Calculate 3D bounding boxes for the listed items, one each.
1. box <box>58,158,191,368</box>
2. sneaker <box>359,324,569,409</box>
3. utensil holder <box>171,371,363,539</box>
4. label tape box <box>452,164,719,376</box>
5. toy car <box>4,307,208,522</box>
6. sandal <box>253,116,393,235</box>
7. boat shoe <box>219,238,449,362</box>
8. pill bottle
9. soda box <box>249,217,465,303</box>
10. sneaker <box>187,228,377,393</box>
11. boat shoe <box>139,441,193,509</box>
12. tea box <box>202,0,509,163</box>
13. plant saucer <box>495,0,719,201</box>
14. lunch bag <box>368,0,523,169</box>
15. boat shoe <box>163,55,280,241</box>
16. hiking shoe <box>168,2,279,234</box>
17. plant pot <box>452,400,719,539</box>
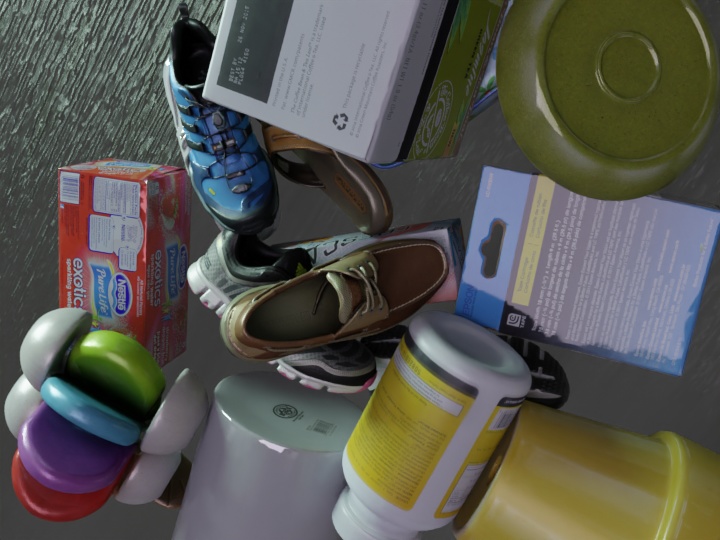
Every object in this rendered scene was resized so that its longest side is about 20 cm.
[{"bbox_3d":[-0.235,-0.005,0.868,0.099,0.095,0.202,9,105,15],"label":"box"},{"bbox_3d":[0.096,0.105,0.813,0.198,0.074,0.081,8,119,20],"label":"sneaker"},{"bbox_3d":[-0.091,0.222,0.839,0.169,0.170,0.202,19,105,12],"label":"utensil holder"},{"bbox_3d":[0.194,-0.006,0.751,0.198,0.063,0.145,14,105,13],"label":"label tape box"},{"bbox_3d":[-0.251,0.148,0.787,0.174,0.150,0.201,31,127,-2],"label":"toy car"},{"bbox_3d":[-0.050,-0.103,0.781,0.200,0.054,0.080,49,155,14],"label":"sandal"},{"bbox_3d":[-0.015,0.026,0.705,0.199,0.074,0.076,-22,91,-17],"label":"boat shoe"},{"bbox_3d":[0.052,0.144,0.728,0.112,0.112,0.201,30,108,9],"label":"pill bottle"},{"bbox_3d":[0.000,0.000,0.814,0.198,0.064,0.069,-8,100,18],"label":"soda box"},{"bbox_3d":[-0.061,0.028,0.766,0.199,0.074,0.088,37,118,11],"label":"sneaker"},{"bbox_3d":[-0.249,0.180,0.926,0.200,0.065,0.072,41,70,10],"label":"boat shoe"},{"bbox_3d":[0.015,-0.193,0.608,0.133,0.197,0.201,23,107,18],"label":"tea box"},{"bbox_3d":[0.204,-0.156,0.678,0.198,0.031,0.202,0,90,-13],"label":"plant saucer"},{"bbox_3d":[0.054,-0.199,0.742,0.199,0.082,0.161,-36,91,21],"label":"lunch bag"},{"bbox_3d":[-0.139,-0.119,0.829,0.073,0.065,0.201,-27,93,21],"label":"boat shoe"},{"bbox_3d":[-0.129,-0.125,0.749,0.074,0.087,0.201,-22,72,-1],"label":"hiking shoe"},{"bbox_3d":[0.187,0.208,0.720,0.188,0.201,0.202,27,109,2],"label":"plant pot"}]
